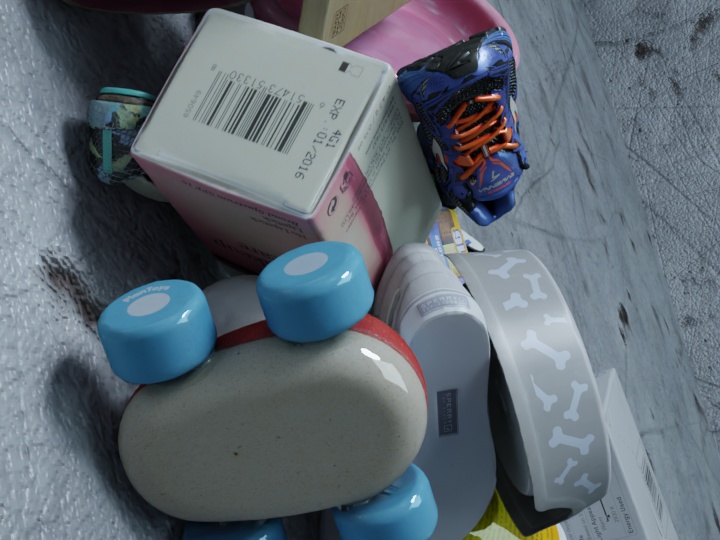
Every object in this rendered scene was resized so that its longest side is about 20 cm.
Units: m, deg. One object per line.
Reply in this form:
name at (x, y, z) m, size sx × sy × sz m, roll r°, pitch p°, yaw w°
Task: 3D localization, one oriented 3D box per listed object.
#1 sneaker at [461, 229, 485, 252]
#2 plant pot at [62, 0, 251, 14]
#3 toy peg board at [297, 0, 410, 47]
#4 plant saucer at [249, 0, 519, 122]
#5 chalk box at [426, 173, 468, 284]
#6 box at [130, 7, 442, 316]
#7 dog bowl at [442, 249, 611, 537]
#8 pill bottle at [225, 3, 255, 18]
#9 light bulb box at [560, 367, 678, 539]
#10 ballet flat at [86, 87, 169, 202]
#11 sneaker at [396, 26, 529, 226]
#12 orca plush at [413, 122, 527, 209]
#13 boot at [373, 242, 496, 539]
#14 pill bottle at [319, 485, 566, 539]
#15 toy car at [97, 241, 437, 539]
sneaker at (0.054, -0.039, 1.166) m, size 0.115 × 0.081 × 0.199 m, roll 39°, pitch -5°, yaw 41°
plant pot at (-0.132, -0.263, 0.829) m, size 0.200 × 0.200 × 0.179 m, roll -7°, pitch 94°, yaw -69°
toy peg board at (-0.011, -0.265, 0.822) m, size 0.199 × 0.098 × 0.200 m, roll -46°, pitch 153°, yaw -54°
plant saucer at (0.013, -0.168, 0.918) m, size 0.200 × 0.051 × 0.201 m, roll 14°, pitch 37°, yaw -11°
chalk box at (0.000, 0.000, 1.006) m, size 0.200 × 0.124 × 0.124 m, roll -9°, pitch 82°, yaw -70°
box at (-0.039, -0.057, 0.827) m, size 0.109 × 0.128 × 0.200 m, roll -64°, pitch 159°, yaw -15°
dog bowl at (0.109, 0.077, 0.871) m, size 0.200 × 0.059 × 0.200 m, roll 163°, pitch -90°, yaw -85°
pill bottle at (-0.063, -0.197, 1.027) m, size 0.114 × 0.114 × 0.200 m, roll 33°, pitch 42°, yaw -59°
light bulb box at (0.147, 0.214, 1.088) m, size 0.198 × 0.200 × 0.125 m, roll 69°, pitch 19°, yaw -8°
ballet flat at (-0.122, -0.079, 0.869) m, size 0.200 × 0.074 × 0.074 m, roll -2°, pitch 75°, yaw -67°
sneaker at (0.075, -0.086, 0.804) m, size 0.078 × 0.075 × 0.200 m, roll 65°, pitch 3°, yaw 17°
orca plush at (0.062, -0.081, 1.005) m, size 0.200 × 0.105 × 0.071 m, roll 26°, pitch 68°, yaw -69°
boot at (0.045, 0.081, 0.844) m, size 0.096 × 0.074 × 0.200 m, roll -109°, pitch -161°, yaw -57°
pill bottle at (0.076, 0.206, 0.955) m, size 0.200 × 0.109 × 0.109 m, roll 32°, pitch 38°, yaw -23°
toy car at (-0.051, 0.056, 0.795) m, size 0.200 × 0.177 × 0.184 m, roll -94°, pitch 169°, yaw -64°
